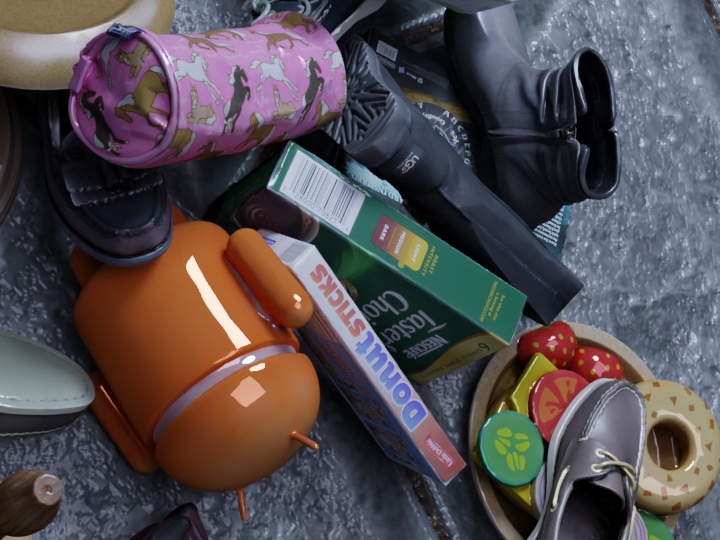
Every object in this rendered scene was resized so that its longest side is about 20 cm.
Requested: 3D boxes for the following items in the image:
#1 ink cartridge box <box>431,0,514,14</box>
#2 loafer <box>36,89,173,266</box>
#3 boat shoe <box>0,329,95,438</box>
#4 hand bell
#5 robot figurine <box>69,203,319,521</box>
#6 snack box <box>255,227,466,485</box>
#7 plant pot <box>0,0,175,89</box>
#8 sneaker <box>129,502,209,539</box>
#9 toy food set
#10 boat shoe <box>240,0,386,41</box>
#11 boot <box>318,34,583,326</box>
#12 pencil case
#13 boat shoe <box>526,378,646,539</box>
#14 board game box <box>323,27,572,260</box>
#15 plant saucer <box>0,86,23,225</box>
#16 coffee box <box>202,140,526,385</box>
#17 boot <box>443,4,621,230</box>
[{"bbox_3d":[0.044,-0.258,1.120,0.200,0.047,0.148,-2,84,-69],"label":"ink cartridge box"},{"bbox_3d":[-0.165,-0.083,1.033,0.071,0.064,0.201,-13,42,-15],"label":"loafer"},{"bbox_3d":[-0.258,0.073,0.995,0.199,0.061,0.072,10,31,-30],"label":"boat shoe"},{"bbox_3d":[-0.200,0.139,0.921,0.103,0.200,0.106,9,70,-27],"label":"hand bell"},{"bbox_3d":[-0.102,0.052,1.040,0.143,0.117,0.201,-31,71,-12],"label":"robot figurine"},{"bbox_3d":[-0.004,0.058,1.092,0.024,0.072,0.201,-44,120,-18],"label":"snack box"},{"bbox_3d":[-0.213,-0.191,1.065,0.197,0.028,0.202,10,44,-10],"label":"plant pot"},{"bbox_3d":[-0.078,0.201,1.046,0.198,0.076,0.117,2,71,-28],"label":"sneaker"},{"bbox_3d":[0.164,0.134,1.216,0.200,0.049,0.199,43,59,-12],"label":"toy food set"},{"bbox_3d":[-0.043,-0.175,1.153,0.200,0.075,0.062,-44,120,-6],"label":"boat shoe"},{"bbox_3d":[0.056,-0.062,1.159,0.199,0.066,0.165,38,15,-30],"label":"boot"},{"bbox_3d":[-0.088,-0.113,1.020,0.199,0.082,0.088,-16,91,-57],"label":"pencil case"},{"bbox_3d":[0.157,0.158,1.141,0.072,0.059,0.201,35,61,-15],"label":"boat shoe"},{"bbox_3d":[0.070,-0.075,1.240,0.198,0.028,0.137,26,64,-21],"label":"board game box"},{"bbox_3d":[-0.301,-0.090,1.038,0.198,0.029,0.203,9,72,-27],"label":"plant saucer"},{"bbox_3d":[0.000,0.000,1.124,0.199,0.123,0.044,33,60,-18],"label":"coffee box"},{"bbox_3d":[0.130,-0.133,1.197,0.069,0.131,0.203,-8,78,-30],"label":"boot"}]
